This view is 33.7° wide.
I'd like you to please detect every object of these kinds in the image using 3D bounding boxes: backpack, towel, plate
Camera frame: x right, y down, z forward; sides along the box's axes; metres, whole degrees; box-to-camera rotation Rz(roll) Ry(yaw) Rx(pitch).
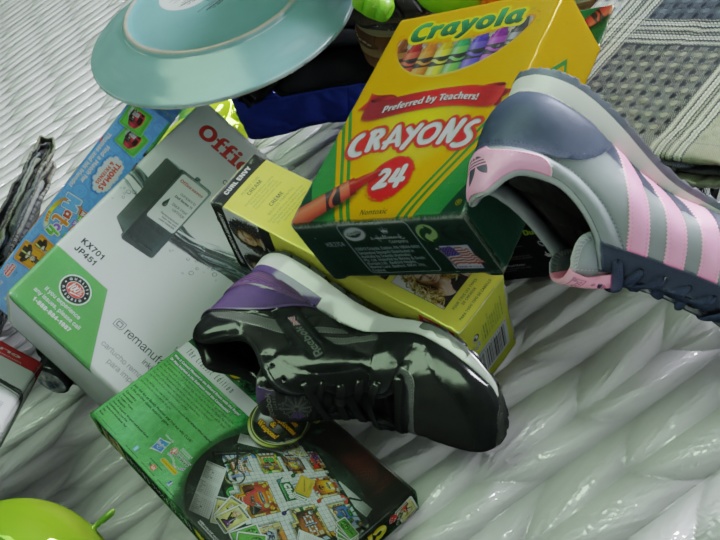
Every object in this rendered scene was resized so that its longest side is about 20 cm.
[{"bbox_3d":[-0.009,-0.202,0.985,0.197,0.165,0.168,-9,-10,2],"label":"backpack"},{"bbox_3d":[0.189,-0.121,0.705,0.200,0.035,0.192,-46,35,-22],"label":"towel"},{"bbox_3d":[-0.311,0.006,1.043,0.193,0.034,0.201,-84,16,-55],"label":"towel"},{"bbox_3d":[-0.102,-0.184,0.846,0.197,0.026,0.202,-10,43,9],"label":"plate"}]

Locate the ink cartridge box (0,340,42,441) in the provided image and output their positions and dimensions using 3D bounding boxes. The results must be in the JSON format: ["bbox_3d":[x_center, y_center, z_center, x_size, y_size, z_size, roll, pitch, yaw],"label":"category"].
[{"bbox_3d":[-0.294,0.126,0.803,0.145,0.083,0.200,-61,11,1],"label":"ink cartridge box"}]

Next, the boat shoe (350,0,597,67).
[{"bbox_3d":[0.090,-0.193,0.875,0.197,0.074,0.076,-8,54,-2],"label":"boat shoe"}]

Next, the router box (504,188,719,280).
[{"bbox_3d":[0.138,-0.070,0.780,0.198,0.062,0.151,-7,39,38],"label":"router box"}]

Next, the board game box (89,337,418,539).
[{"bbox_3d":[-0.068,0.111,0.702,0.104,0.024,0.199,-37,47,-19],"label":"board game box"}]

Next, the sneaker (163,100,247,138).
[{"bbox_3d":[-0.145,-0.135,1.153,0.083,0.074,0.201,-33,22,57],"label":"sneaker"}]

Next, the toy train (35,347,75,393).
[{"bbox_3d":[-0.183,0.016,0.959,0.113,0.086,0.201,1,45,31],"label":"toy train"}]

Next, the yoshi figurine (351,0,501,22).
[{"bbox_3d":[0.016,-0.224,0.770,0.198,0.113,0.113,13,36,16],"label":"yoshi figurine"}]

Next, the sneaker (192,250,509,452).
[{"bbox_3d":[-0.012,0.067,0.683,0.199,0.076,0.087,24,48,33],"label":"sneaker"}]

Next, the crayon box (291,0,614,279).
[{"bbox_3d":[0.056,-0.090,0.688,0.126,0.051,0.201,-3,50,41],"label":"crayon box"}]

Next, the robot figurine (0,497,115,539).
[{"bbox_3d":[-0.214,0.217,0.673,0.175,0.116,0.201,-14,34,51],"label":"robot figurine"}]

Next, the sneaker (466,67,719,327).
[{"bbox_3d":[0.136,-0.008,0.594,0.082,0.199,0.070,-53,2,-23],"label":"sneaker"}]

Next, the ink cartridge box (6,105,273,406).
[{"bbox_3d":[-0.127,0.004,0.840,0.200,0.146,0.083,-49,-1,-23],"label":"ink cartridge box"}]

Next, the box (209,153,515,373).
[{"bbox_3d":[0.000,0.000,0.740,0.199,0.076,0.050,28,64,29],"label":"box"}]

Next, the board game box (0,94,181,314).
[{"bbox_3d":[-0.201,-0.071,0.918,0.200,0.036,0.152,-47,13,20],"label":"board game box"}]
